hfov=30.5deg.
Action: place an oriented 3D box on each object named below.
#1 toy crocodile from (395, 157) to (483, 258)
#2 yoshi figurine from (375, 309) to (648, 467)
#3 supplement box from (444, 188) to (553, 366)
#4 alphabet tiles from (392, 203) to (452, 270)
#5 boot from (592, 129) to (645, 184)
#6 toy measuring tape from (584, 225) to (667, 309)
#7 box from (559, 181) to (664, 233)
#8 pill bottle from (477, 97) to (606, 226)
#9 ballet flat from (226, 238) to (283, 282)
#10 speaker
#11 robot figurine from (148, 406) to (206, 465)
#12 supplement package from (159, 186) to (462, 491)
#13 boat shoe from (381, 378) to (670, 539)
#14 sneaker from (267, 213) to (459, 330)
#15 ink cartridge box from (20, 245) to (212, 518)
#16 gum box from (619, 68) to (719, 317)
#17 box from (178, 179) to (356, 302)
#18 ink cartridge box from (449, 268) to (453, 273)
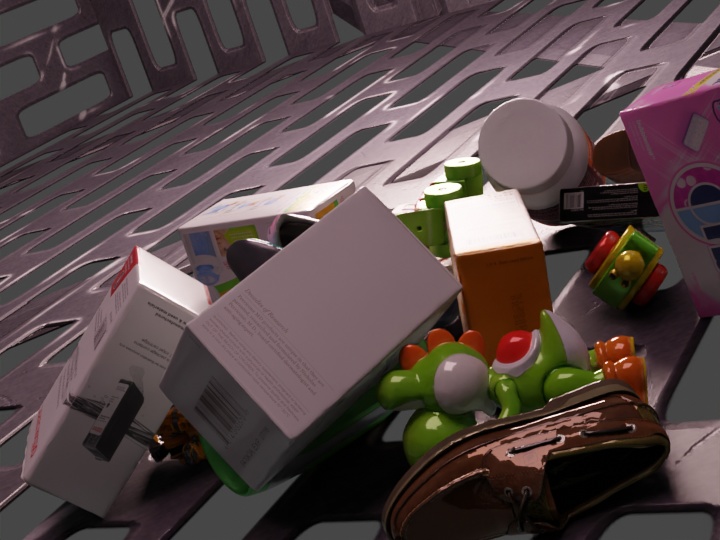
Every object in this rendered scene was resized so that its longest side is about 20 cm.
[{"bbox_3d":[0.084,-0.065,1.314,0.061,0.068,0.200,0,22,20],"label":"toy crocodile"},{"bbox_3d":[0.112,0.108,0.982,0.198,0.113,0.113,-4,54,6],"label":"yoshi figurine"},{"bbox_3d":[0.118,0.015,1.127,0.073,0.127,0.200,-10,14,4],"label":"supplement box"},{"bbox_3d":[0.064,-0.039,1.371,0.198,0.015,0.196,2,23,22],"label":"alphabet tiles"},{"bbox_3d":[0.347,-0.104,1.298,0.154,0.077,0.199,12,-17,-42],"label":"boot"},{"bbox_3d":[0.243,-0.003,1.211,0.073,0.074,0.200,-15,1,13],"label":"toy measuring tape"},{"bbox_3d":[0.302,-0.062,1.266,0.109,0.035,0.199,7,-6,-44],"label":"box"},{"bbox_3d":[0.190,-0.113,1.376,0.109,0.111,0.200,-14,-11,17],"label":"pill bottle"},{"bbox_3d":[-0.042,0.038,1.217,0.073,0.199,0.073,-61,1,2],"label":"ballet flat"},{"bbox_3d":[-0.036,0.108,1.111,0.199,0.089,0.088,-30,20,-31],"label":"speaker"},{"bbox_3d":[-0.118,0.109,1.227,0.144,0.059,0.200,-10,23,28],"label":"robot figurine"},{"bbox_3d":[-0.038,0.051,1.021,0.200,0.117,0.117,-40,-10,-32],"label":"supplement package"},{"bbox_3d":[0.109,0.138,0.877,0.199,0.072,0.068,-29,32,-3],"label":"boat shoe"},{"bbox_3d":[0.000,0.000,1.244,0.198,0.082,0.071,16,69,14],"label":"sneaker"},{"bbox_3d":[-0.215,0.097,1.176,0.201,0.083,0.144,-58,16,6],"label":"ink cartridge box"},{"bbox_3d":[0.306,-0.060,1.072,0.113,0.201,0.066,-11,17,48],"label":"gum box"},{"bbox_3d":[-0.096,-0.028,1.549,0.199,0.113,0.101,-7,19,34],"label":"box"},{"bbox_3d":[0.051,-0.006,1.380,0.160,0.051,0.200,-6,17,4],"label":"ink cartridge box"}]
